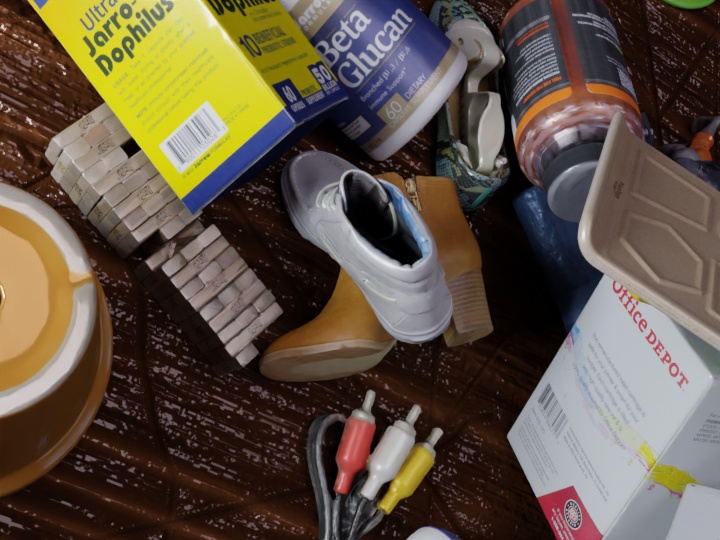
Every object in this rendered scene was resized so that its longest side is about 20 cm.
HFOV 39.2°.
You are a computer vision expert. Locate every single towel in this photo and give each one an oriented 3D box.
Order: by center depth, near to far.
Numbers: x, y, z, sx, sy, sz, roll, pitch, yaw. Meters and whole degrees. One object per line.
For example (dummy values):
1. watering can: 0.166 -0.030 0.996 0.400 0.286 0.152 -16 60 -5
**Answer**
1. towel: 0.211 0.006 0.894 0.111 0.048 0.202 -23 89 -30

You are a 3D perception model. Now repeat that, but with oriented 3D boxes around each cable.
1. cable: -0.010 0.185 0.734 0.096 0.050 0.202 29 65 -17

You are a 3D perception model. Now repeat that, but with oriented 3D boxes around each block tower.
1. block tower: -0.137 -0.021 0.720 0.058 0.054 0.201 -41 98 -28

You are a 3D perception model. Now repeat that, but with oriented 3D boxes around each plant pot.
1. plant pot: -0.231 0.035 0.584 0.198 0.183 0.203 7 74 -25

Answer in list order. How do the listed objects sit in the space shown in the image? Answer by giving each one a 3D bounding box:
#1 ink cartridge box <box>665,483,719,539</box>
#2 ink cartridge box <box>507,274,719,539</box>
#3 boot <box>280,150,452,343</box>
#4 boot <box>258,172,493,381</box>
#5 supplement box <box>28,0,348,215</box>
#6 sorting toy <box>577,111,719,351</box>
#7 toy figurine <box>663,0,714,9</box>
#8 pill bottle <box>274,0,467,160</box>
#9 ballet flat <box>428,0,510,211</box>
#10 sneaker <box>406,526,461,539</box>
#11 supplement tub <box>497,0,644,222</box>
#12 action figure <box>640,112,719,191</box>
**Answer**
1. ink cartridge box: 0.264 0.266 0.705 0.146 0.083 0.200 -60 137 -23
2. ink cartridge box: 0.234 0.112 0.769 0.143 0.202 0.146 9 35 -23
3. boot: 0.000 -0.045 0.721 0.073 0.096 0.200 -31 55 -15
4. boot: 0.001 0.000 0.788 0.199 0.071 0.146 -11 69 -20
5. supplement box: -0.120 -0.161 0.706 0.201 0.109 0.109 52 27 -4
6. sorting toy: 0.235 -0.006 0.698 0.199 0.037 0.186 37 38 -4
7. toy figurine: 0.392 -0.360 1.000 0.198 0.184 0.152 17 70 -23
8. pill bottle: -0.021 -0.192 0.789 0.200 0.111 0.112 41 63 -12
9. ballet flat: 0.099 -0.153 0.866 0.073 0.074 0.203 2 76 -26
10. sneaker: 0.134 0.240 0.786 0.201 0.080 0.146 50 53 -4
11. supplement tub: 0.176 -0.138 0.845 0.106 0.107 0.202 17 48 -22
12. action figure: 0.305 -0.101 0.931 0.193 0.104 0.202 -26 95 -46
